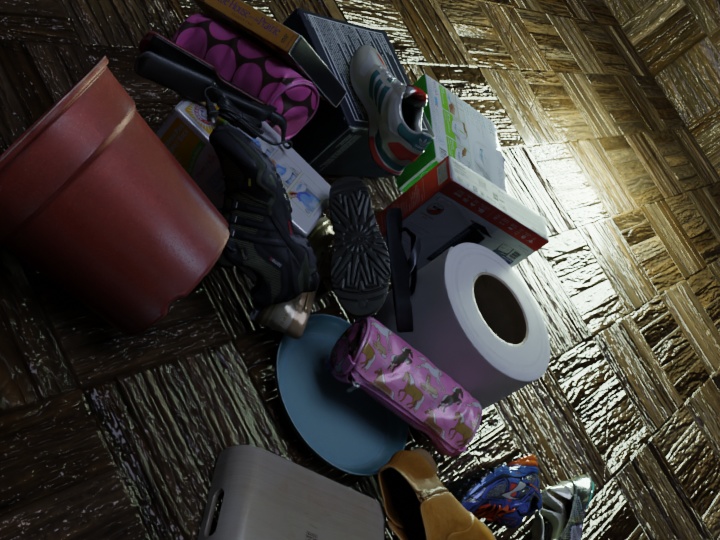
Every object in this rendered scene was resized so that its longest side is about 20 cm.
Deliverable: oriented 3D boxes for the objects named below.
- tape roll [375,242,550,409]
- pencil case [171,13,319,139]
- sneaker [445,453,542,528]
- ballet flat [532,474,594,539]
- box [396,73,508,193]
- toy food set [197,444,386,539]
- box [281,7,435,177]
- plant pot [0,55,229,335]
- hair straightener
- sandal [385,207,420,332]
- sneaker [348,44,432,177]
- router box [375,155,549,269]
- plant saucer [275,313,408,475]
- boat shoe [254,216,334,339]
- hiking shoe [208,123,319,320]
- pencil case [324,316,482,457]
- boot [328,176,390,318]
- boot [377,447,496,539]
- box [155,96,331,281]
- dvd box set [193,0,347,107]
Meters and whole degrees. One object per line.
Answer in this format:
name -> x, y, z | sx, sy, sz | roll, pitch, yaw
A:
tape roll -> 0.136, 0.083, 1.128 | 0.202, 0.139, 0.204 | 29, 43, -30
pencil case -> -0.149, -0.235, 1.053 | 0.199, 0.094, 0.091 | 35, -14, 26
sneaker -> 0.175, 0.285, 1.061 | 0.199, 0.075, 0.079 | -3, 66, -47
ballet flat -> 0.267, 0.328, 1.134 | 0.072, 0.072, 0.201 | 47, 35, -7
box -> 0.149, -0.194, 1.408 | 0.175, 0.096, 0.202 | 26, 43, -33
toy food set -> -0.063, 0.274, 0.826 | 0.199, 0.060, 0.145 | 28, 42, -18
box -> -0.023, -0.250, 1.239 | 0.197, 0.123, 0.202 | -4, 65, -48
plant pot -> -0.239, -0.057, 0.795 | 0.195, 0.200, 0.202 | 46, 35, -22
hair straightener -> -0.156, -0.179, 0.925 | 0.199, 0.041, 0.078 | 31, 42, -29
sandal -> 0.058, 0.000, 1.072 | 0.042, 0.077, 0.202 | -6, 44, 1
sneaker -> 0.047, -0.228, 1.122 | 0.070, 0.093, 0.202 | 13, 55, -42
router box -> 0.135, -0.052, 1.204 | 0.199, 0.179, 0.049 | 26, 43, -31
plant saucer -> -0.024, 0.146, 0.991 | 0.199, 0.027, 0.202 | 30, 41, -29
boat shoe -> -0.063, 0.010, 1.012 | 0.064, 0.072, 0.201 | 30, 41, -2
hiking shoe -> -0.121, -0.051, 0.886 | 0.100, 0.076, 0.202 | -29, 100, -14
pencil case -> 0.055, 0.138, 0.997 | 0.199, 0.083, 0.087 | 37, 82, -22
boot -> 0.002, 0.001, 1.034 | 0.072, 0.200, 0.184 | -2, 66, 0
boot -> 0.085, 0.290, 0.919 | 0.202, 0.070, 0.144 | 58, 15, 9
box -> -0.146, -0.107, 0.992 | 0.200, 0.112, 0.102 | 44, 38, -10
dvd box set -> -0.121, -0.294, 1.090 | 0.199, 0.030, 0.146 | 36, -1, 27
